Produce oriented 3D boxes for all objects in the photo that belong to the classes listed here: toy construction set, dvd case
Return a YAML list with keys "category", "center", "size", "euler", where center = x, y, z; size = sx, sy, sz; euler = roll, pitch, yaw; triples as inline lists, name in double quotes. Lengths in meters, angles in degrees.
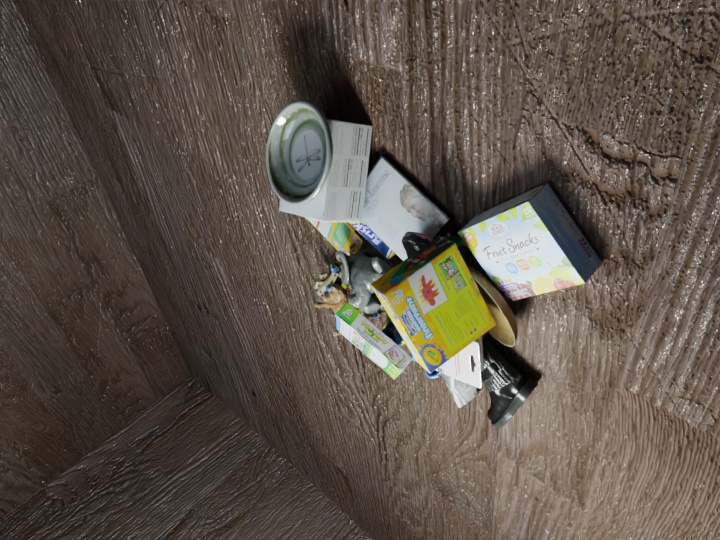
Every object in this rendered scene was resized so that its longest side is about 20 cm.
- category: "toy construction set"
  center: [-0.029, 0.043, 1.635]
  size: [0.199, 0.092, 0.131]
  euler: [24, 142, 24]
- category: "dvd case"
  center: [0.077, -0.123, 1.285]
  size: [0.200, 0.018, 0.143]
  euler: [45, 120, 13]

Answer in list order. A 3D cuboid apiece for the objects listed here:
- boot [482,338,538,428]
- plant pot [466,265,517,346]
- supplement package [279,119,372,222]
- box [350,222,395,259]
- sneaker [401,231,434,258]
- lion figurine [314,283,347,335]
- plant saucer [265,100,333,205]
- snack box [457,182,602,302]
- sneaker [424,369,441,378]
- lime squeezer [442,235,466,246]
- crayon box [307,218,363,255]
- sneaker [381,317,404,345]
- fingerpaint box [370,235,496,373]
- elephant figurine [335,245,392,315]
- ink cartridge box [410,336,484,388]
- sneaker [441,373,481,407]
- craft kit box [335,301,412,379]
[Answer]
- category: "boot"
  center: [0.297, 0.254, 1.402]
  size: [0.158, 0.079, 0.211]
  euler: [39, 144, 17]
- category: "plant pot"
  center: [0.250, 0.064, 1.238]
  size: [0.200, 0.027, 0.200]
  euler: [53, 172, 11]
- category: "supplement package"
  center: [-0.076, -0.211, 1.293]
  size: [0.155, 0.111, 0.201]
  euler: [18, 105, 45]
- category: "box"
  center: [0.021, -0.123, 1.380]
  size: [0.200, 0.070, 0.064]
  euler: [43, 146, 14]
- category: "sneaker"
  center: [0.132, 0.014, 1.236]
  size: [0.079, 0.095, 0.200]
  euler: [5, 136, 54]
- category: "lion figurine"
  center: [-0.057, 0.115, 1.783]
  size: [0.122, 0.073, 0.200]
  euler: [-6, 133, 43]
- category: "plant saucer"
  center: [-0.109, -0.227, 1.211]
  size: [0.200, 0.050, 0.201]
  euler: [5, 96, 45]
- category: "snack box"
  center: [0.290, -0.042, 1.087]
  size: [0.169, 0.068, 0.200]
  euler: [54, 151, -7]
- category: "sneaker"
  center: [0.185, 0.181, 1.479]
  size: [0.074, 0.082, 0.201]
  euler: [29, 143, 39]
- category: "lime squeezer"
  center: [0.182, -0.038, 1.265]
  size: [0.200, 0.038, 0.071]
  euler: [-28, 81, 49]
- category: "crayon box"
  center: [-0.059, -0.123, 1.518]
  size: [0.200, 0.052, 0.126]
  euler: [47, 151, 11]
- category: "sneaker"
  center: [0.076, 0.169, 1.597]
  size: [0.076, 0.105, 0.200]
  euler: [43, 150, 13]
- category: "fingerpaint box"
  center: [0.141, 0.065, 1.184]
  size: [0.200, 0.167, 0.073]
  euler: [58, 171, -24]
- category: "elephant figurine"
  center: [0.000, 0.000, 1.445]
  size: [0.141, 0.155, 0.200]
  euler: [23, -159, -40]
- category: "ink cartridge box"
  center: [0.195, 0.159, 1.320]
  size: [0.200, 0.067, 0.116]
  euler: [18, 124, 45]
- category: "sneaker"
  center: [0.238, 0.246, 1.461]
  size: [0.075, 0.082, 0.200]
  euler: [61, 178, 39]
- category: "craft kit box"
  center: [0.027, 0.172, 1.471]
  size: [0.197, 0.049, 0.200]
  euler: [43, 168, 8]
